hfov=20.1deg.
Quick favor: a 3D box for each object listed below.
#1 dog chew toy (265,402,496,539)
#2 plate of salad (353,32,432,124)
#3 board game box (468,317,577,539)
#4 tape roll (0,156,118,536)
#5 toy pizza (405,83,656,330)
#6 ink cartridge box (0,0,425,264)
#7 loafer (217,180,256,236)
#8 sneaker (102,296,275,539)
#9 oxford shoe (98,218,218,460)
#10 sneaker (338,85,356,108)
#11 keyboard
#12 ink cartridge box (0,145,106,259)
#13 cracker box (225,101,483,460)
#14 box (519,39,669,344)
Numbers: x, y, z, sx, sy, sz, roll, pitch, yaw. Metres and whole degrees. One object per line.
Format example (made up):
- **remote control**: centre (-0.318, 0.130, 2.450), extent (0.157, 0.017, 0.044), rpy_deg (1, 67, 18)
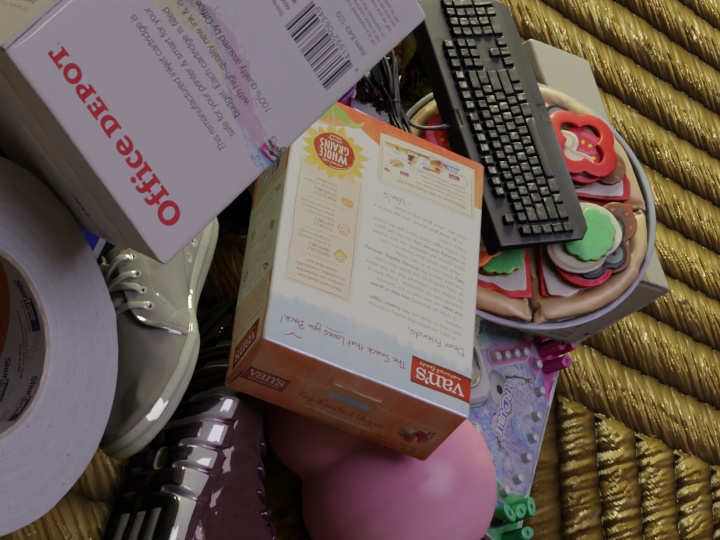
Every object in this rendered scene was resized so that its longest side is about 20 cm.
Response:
- **dog chew toy**: centre (-0.002, 0.095, 1.260), extent (0.124, 0.124, 0.201), rpy_deg (-29, 86, -51)
- **plate of salad**: centre (0.020, -0.196, 1.456), extent (0.199, 0.048, 0.201), rpy_deg (14, 62, -28)
- **board game box**: centre (0.071, 0.064, 1.430), extent (0.200, 0.026, 0.201), rpy_deg (44, 43, -26)
- **tape roll**: centre (-0.220, 0.039, 1.043), extent (0.200, 0.066, 0.202), rpy_deg (10, 77, -46)
- **toy pizza**: centre (0.112, -0.053, 1.398), extent (0.199, 0.032, 0.201), rpy_deg (7, 60, -12)
- **ink cartridge box**: centre (-0.104, -0.133, 1.070), extent (0.200, 0.146, 0.147), rpy_deg (-44, 122, -16)
- **loafer**: centre (-0.116, -0.083, 1.246), extent (0.199, 0.075, 0.069), rpy_deg (28, 46, -39)
- **sneaker**: centre (-0.078, 0.123, 1.202), extent (0.116, 0.075, 0.201), rpy_deg (44, 52, -35)
- **oxford shoe**: centre (-0.126, 0.023, 1.155), extent (0.058, 0.075, 0.201), rpy_deg (41, 36, -30)
- **sneaker**: centre (-0.030, -0.113, 1.337), extent (0.201, 0.083, 0.081), rpy_deg (65, 27, -24)
- **keyboard**: centre (0.072, -0.102, 1.384), extent (0.126, 0.021, 0.201), rpy_deg (-9, 64, -19)
- **ink cartridge box**: centre (-0.212, -0.084, 1.126), extent (0.197, 0.047, 0.201), rpy_deg (29, 88, -36)
- **cracker box**: centre (0.000, 0.000, 1.215), extent (0.133, 0.058, 0.201), rpy_deg (23, 47, -18)
- **box**: centre (0.143, -0.058, 1.495), extent (0.078, 0.095, 0.201), rpy_deg (14, 51, -48)
